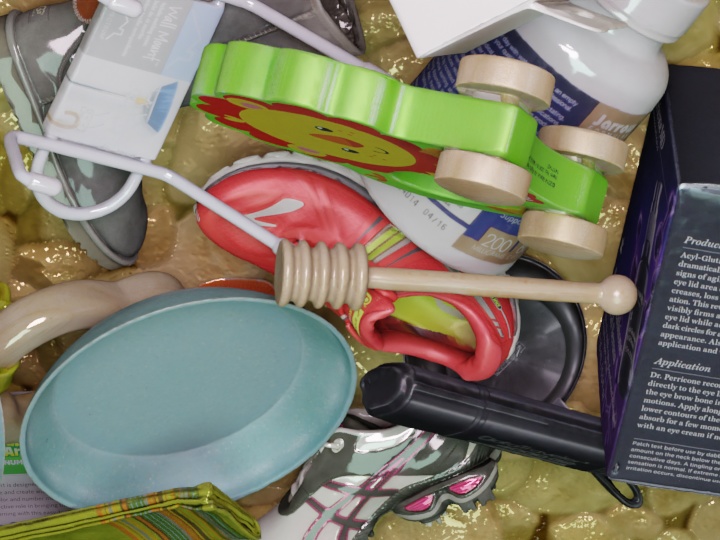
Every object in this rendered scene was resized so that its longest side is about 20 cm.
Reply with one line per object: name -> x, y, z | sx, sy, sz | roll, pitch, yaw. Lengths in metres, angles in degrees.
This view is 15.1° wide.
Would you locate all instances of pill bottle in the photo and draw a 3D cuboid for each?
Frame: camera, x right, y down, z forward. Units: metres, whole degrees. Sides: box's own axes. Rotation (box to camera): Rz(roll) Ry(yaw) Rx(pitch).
pill bottle -> 0.098, -0.101, 1.493 | 0.111, 0.111, 0.200 | 32, 117, -16

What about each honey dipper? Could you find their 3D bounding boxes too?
honey dipper -> 0.054, 0.006, 1.480 | 0.200, 0.038, 0.038 | 3, 121, -11

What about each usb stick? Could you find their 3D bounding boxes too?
usb stick -> 0.093, 0.089, 1.576 | 0.200, 0.033, 0.055 | 16, 161, -28

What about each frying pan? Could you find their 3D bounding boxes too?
frying pan -> 0.094, 0.081, 1.621 | 0.115, 0.031, 0.190 | -22, 105, -9

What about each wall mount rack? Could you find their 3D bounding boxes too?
wall mount rack -> -0.089, -0.087, 1.453 | 0.174, 0.075, 0.200 | 14, 119, -27

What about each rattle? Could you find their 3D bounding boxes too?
rattle -> -0.168, 0.014, 1.620 | 0.200, 0.143, 0.130 | -27, 133, -14

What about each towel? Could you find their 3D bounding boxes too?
towel -> -0.165, 0.166, 1.632 | 0.200, 0.018, 0.086 | -13, 153, 16

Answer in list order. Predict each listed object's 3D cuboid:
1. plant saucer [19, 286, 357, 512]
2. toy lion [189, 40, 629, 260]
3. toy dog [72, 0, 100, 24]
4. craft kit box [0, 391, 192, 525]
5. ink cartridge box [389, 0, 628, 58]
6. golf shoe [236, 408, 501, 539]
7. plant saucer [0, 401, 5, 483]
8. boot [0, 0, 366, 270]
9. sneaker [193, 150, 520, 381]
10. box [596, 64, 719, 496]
plant saucer -> -0.102, 0.070, 1.573 | 0.200, 0.036, 0.200 | -13, 142, -10
toy lion -> 0.017, -0.069, 1.371 | 0.192, 0.200, 0.069 | 11, 82, 25
toy dog -> -0.188, -0.183, 1.453 | 0.200, 0.096, 0.132 | -38, 111, 28
craft kit box -> -0.197, 0.167, 1.702 | 0.200, 0.049, 0.198 | -2, 123, 2
ink cartridge box -> 0.062, -0.199, 1.363 | 0.125, 0.129, 0.200 | -25, 89, 15
golf shoe -> -0.014, 0.131, 1.664 | 0.200, 0.077, 0.088 | -28, 109, 7
plant saucer -> -0.275, 0.060, 1.571 | 0.027, 0.200, 0.200 | -23, 130, -37
boot -> -0.091, -0.102, 1.521 | 0.200, 0.073, 0.182 | -18, 120, 11
sneaker -> 0.000, 0.000, 1.521 | 0.200, 0.085, 0.077 | 23, 125, -8
box -> 0.204, 0.006, 1.535 | 0.104, 0.148, 0.200 | 8, 120, -3
